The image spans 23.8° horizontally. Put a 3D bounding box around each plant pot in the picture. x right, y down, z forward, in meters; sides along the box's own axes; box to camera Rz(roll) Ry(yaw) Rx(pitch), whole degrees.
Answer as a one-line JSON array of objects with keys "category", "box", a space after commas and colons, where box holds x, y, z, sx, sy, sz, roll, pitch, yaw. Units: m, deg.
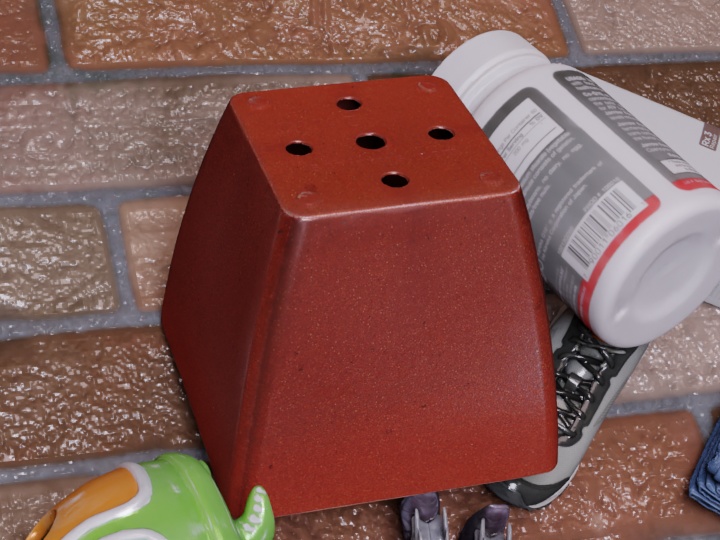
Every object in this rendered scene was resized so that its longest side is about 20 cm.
[{"category": "plant pot", "box": [0.000, 0.000, 0.986, 0.198, 0.177, 0.200, -7, 37, -16]}]

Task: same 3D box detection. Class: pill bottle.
[{"category": "pill bottle", "box": [0.130, -0.056, 1.065, 0.113, 0.114, 0.200, -21, 50, -28]}]

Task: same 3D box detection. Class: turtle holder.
[{"category": "turtle holder", "box": [-0.114, 0.194, 0.897, 0.131, 0.187, 0.141, -14, 28, -25]}]

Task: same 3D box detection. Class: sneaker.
[{"category": "sneaker", "box": [0.132, 0.066, 1.082, 0.074, 0.080, 0.200, 33, 54, 6]}]

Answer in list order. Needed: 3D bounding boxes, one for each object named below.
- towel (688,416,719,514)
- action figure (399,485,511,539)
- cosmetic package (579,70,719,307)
[{"category": "towel", "box": [0.314, 0.153, 1.091, 0.199, 0.049, 0.112, 30, 49, 8]}, {"category": "action figure", "box": [0.056, 0.227, 0.953, 0.129, 0.069, 0.201, 7, 57, -17]}, {"category": "cosmetic package", "box": [0.217, -0.052, 1.195, 0.199, 0.074, 0.102, 23, 52, -1]}]
